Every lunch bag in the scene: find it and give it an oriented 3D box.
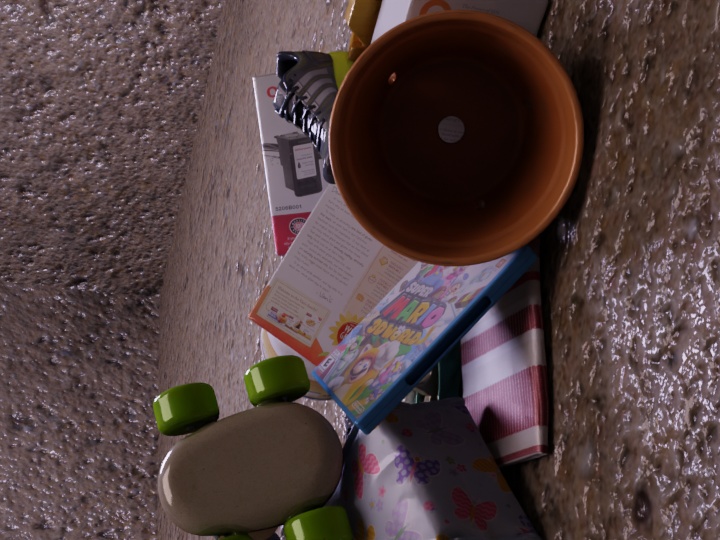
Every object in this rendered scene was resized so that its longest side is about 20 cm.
[{"bbox_3d":[0.047,0.233,1.019,0.200,0.127,0.170,-66,34,31],"label":"lunch bag"}]

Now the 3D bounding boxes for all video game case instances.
[{"bbox_3d":[0.049,0.041,1.017,0.200,0.018,0.143,-46,20,-3],"label":"video game case"}]

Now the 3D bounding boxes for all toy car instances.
[{"bbox_3d":[-0.089,0.192,1.065,0.200,0.157,0.165,83,170,-70],"label":"toy car"}]

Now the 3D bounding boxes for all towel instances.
[{"bbox_3d":[0.125,0.069,1.029,0.144,0.023,0.201,138,135,-64],"label":"towel"}]

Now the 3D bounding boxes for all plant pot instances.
[{"bbox_3d":[0.076,-0.113,0.994,0.140,0.200,0.201,-79,-1,-80],"label":"plant pot"}]

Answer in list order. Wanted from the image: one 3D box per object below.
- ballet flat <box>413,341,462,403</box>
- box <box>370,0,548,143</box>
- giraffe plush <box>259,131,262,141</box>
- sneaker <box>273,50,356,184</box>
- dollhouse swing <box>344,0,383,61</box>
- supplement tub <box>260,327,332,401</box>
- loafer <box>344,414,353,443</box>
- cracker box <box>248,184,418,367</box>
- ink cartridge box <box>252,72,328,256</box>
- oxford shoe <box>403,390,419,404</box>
[{"bbox_3d":[0.064,0.119,1.131,0.067,0.070,0.201,163,112,-69],"label":"ballet flat"},{"bbox_3d":[0.076,-0.190,1.114,0.098,0.124,0.200,-104,25,-53],"label":"box"},{"bbox_3d":[-0.032,-0.120,1.467,0.200,0.172,0.163,11,116,64],"label":"giraffe plush"},{"bbox_3d":[-0.042,-0.149,1.141,0.200,0.081,0.074,-102,23,-53],"label":"sneaker"},{"bbox_3d":[0.061,-0.338,1.190,0.176,0.181,0.200,-113,31,-41],"label":"dollhouse swing"},{"bbox_3d":[-0.036,0.062,1.328,0.200,0.144,0.145,116,157,-74],"label":"supplement tub"},{"bbox_3d":[0.016,0.183,1.130,0.072,0.063,0.200,57,175,39],"label":"loafer"},{"bbox_3d":[0.000,0.000,1.171,0.200,0.134,0.058,-58,-22,4],"label":"cracker box"},{"bbox_3d":[-0.029,-0.126,1.306,0.083,0.145,0.201,-33,-64,-74],"label":"ink cartridge box"},{"bbox_3d":[0.034,0.163,1.237,0.200,0.058,0.075,106,154,-44],"label":"oxford shoe"}]
